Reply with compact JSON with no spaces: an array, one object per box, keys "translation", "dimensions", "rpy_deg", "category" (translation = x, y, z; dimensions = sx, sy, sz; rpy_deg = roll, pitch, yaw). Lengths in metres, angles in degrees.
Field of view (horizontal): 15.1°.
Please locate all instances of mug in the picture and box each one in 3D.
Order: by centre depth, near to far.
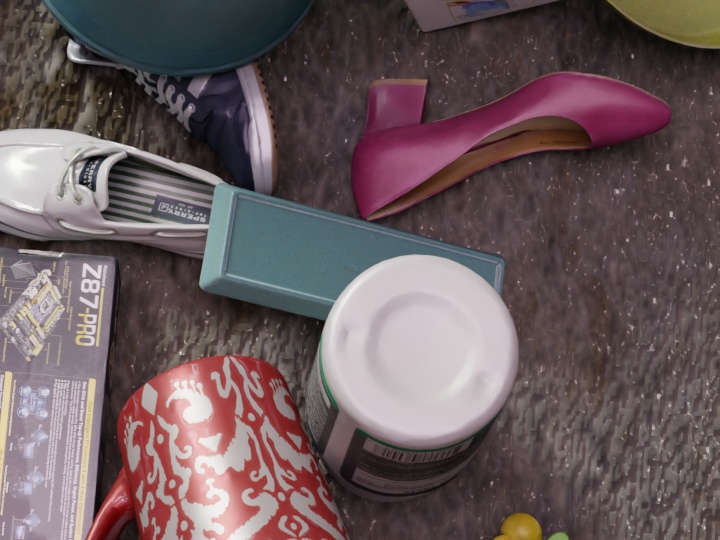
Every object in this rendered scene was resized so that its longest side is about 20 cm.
[{"translation":[-0.088,0.160,1.583],"dimensions":[0.177,0.134,0.200],"rpy_deg":[-3,52,-22],"category":"mug"}]

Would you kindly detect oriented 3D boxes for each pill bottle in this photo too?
[{"translation":[0.025,0.071,1.606],"dimensions":[0.113,0.200,0.113],"rpy_deg":[2,74,-5],"category":"pill bottle"}]

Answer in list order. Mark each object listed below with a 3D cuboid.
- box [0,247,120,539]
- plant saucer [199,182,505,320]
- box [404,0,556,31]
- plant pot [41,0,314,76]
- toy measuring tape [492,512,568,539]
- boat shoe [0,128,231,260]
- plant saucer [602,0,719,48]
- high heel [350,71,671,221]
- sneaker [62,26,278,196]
[{"translation":[-0.235,0.084,1.667],"dimensions":[0.161,0.049,0.200],"rpy_deg":[3,74,0],"category":"box"},{"translation":[0.000,0.000,1.686],"dimensions":[0.200,0.019,0.070],"rpy_deg":[14,73,-20],"category":"plant saucer"},{"translation":[0.058,-0.240,1.687],"dimensions":[0.101,0.200,0.113],"rpy_deg":[-12,75,9],"category":"box"},{"translation":[-0.095,-0.241,1.615],"dimensions":[0.200,0.188,0.200],"rpy_deg":[4,73,-13],"category":"plant pot"},{"translation":[0.113,0.244,1.634],"dimensions":[0.073,0.074,0.200],"rpy_deg":[-14,75,-7],"category":"toy measuring tape"},{"translation":[-0.161,-0.055,1.701],"dimensions":[0.200,0.067,0.074],"rpy_deg":[8,74,-1],"category":"boat shoe"},{"translation":[0.200,-0.231,1.762],"dimensions":[0.200,0.031,0.200],"rpy_deg":[9,68,-25],"category":"plant saucer"},{"translation":[0.094,-0.073,1.716],"dimensions":[0.200,0.067,0.096],"rpy_deg":[3,64,3],"category":"high heel"},{"translation":[-0.124,-0.125,1.720],"dimensions":[0.108,0.070,0.200],"rpy_deg":[-15,69,-12],"category":"sneaker"}]
